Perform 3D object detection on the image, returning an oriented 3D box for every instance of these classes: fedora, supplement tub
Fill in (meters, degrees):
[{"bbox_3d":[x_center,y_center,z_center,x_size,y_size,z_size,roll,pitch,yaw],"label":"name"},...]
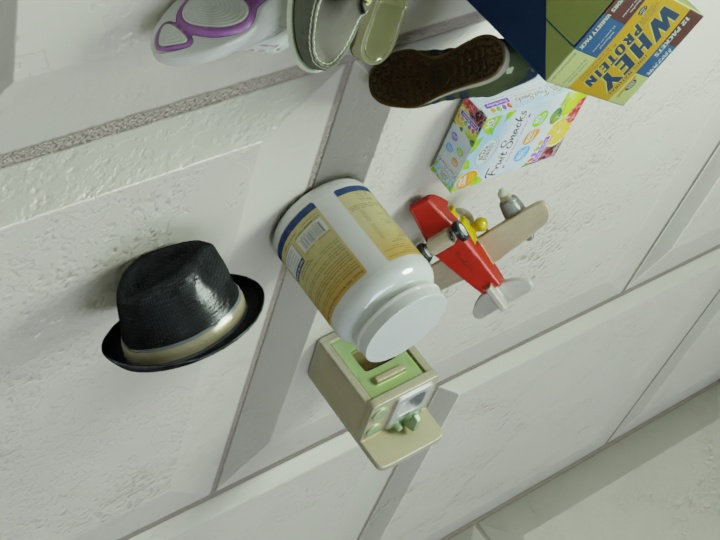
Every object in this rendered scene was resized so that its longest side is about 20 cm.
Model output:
[{"bbox_3d":[-0.208,0.028,1.468,0.201,0.201,0.092,-27,121,-23],"label":"fedora"},{"bbox_3d":[0.000,0.000,1.608,0.144,0.200,0.144,-30,155,-16],"label":"supplement tub"}]

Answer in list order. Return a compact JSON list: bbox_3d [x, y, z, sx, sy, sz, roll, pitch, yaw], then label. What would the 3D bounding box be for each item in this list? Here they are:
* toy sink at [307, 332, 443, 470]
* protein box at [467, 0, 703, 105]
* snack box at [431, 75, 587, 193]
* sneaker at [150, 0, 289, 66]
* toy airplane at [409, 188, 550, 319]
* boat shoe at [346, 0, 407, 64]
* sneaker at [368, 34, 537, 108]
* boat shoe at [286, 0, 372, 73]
[{"bbox_3d":[0.033,0.178,1.972,0.130,0.200,0.112,-24,153,-28],"label":"toy sink"},{"bbox_3d":[0.222,-0.300,1.389,0.135,0.199,0.200,-49,154,23],"label":"protein box"},{"bbox_3d":[0.202,-0.191,1.733,0.200,0.053,0.142,-21,150,-33],"label":"snack box"},{"bbox_3d":[-0.101,-0.227,1.219,0.200,0.075,0.100,-28,153,-21],"label":"sneaker"},{"bbox_3d":[0.156,-0.030,1.846,0.200,0.141,0.199,2,131,-7],"label":"toy airplane"},{"bbox_3d":[0.022,-0.305,1.263,0.075,0.068,0.200,13,104,-54],"label":"boat shoe"},{"bbox_3d":[0.108,-0.212,1.428,0.090,0.067,0.200,1,176,-43],"label":"sneaker"},{"bbox_3d":[-0.011,-0.275,1.172,0.072,0.060,0.202,12,96,-42],"label":"boat shoe"}]
